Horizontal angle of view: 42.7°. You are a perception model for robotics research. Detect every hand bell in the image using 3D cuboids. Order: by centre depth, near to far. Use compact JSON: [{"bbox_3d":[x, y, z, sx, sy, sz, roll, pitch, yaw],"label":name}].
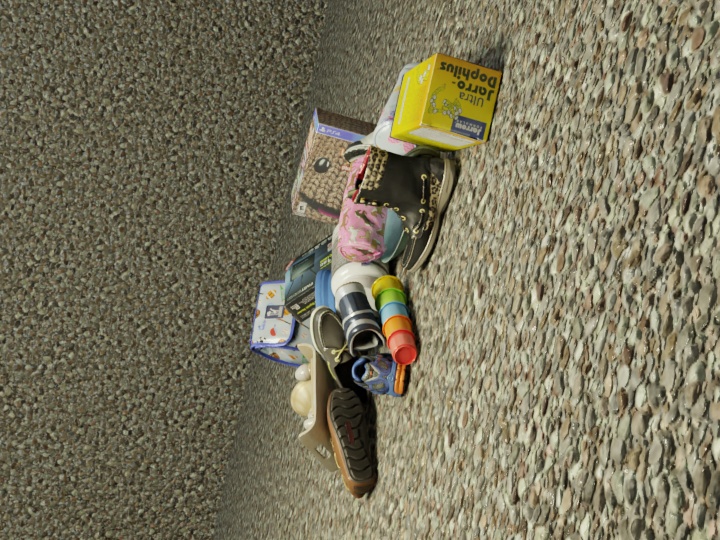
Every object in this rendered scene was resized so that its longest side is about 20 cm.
[{"bbox_3d":[-0.068,0.309,1.873,0.200,0.103,0.105,-126,49,-58],"label":"hand bell"}]

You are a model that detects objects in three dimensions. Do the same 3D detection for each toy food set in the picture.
[{"bbox_3d":[-0.078,0.251,1.694,0.144,0.060,0.202,56,-157,-45],"label":"toy food set"}]

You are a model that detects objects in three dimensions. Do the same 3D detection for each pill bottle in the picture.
[{"bbox_3d":[0.000,0.000,1.750,0.202,0.112,0.115,-90,18,-48],"label":"pill bottle"}]

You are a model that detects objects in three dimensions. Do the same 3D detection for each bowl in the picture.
[{"bbox_3d":[-0.044,0.096,1.822,0.201,0.039,0.204,-11,-90,-80],"label":"bowl"}]

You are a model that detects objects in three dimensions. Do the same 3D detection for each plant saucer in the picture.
[{"bbox_3d":[0.081,-0.109,1.668,0.201,0.038,0.204,-168,90,-77],"label":"plant saucer"}]

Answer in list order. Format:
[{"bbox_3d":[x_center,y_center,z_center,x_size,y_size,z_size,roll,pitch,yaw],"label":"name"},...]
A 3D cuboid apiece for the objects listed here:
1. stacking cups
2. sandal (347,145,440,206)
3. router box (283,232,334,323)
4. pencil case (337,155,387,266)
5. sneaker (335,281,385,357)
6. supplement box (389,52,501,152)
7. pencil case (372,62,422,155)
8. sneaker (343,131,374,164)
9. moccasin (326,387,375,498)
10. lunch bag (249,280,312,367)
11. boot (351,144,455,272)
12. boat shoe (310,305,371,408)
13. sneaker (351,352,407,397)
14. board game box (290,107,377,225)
[{"bbox_3d":[0.060,0.088,1.539,0.201,0.060,0.061,-103,29,-56],"label":"stacking cups"},{"bbox_3d":[0.059,-0.164,1.565,0.200,0.079,0.058,-30,53,39],"label":"sandal"},{"bbox_3d":[-0.072,0.001,1.974,0.199,0.062,0.151,-34,32,19],"label":"router box"},{"bbox_3d":[0.012,-0.114,1.684,0.082,0.086,0.203,-17,55,40],"label":"pencil case"},{"bbox_3d":[0.010,0.113,1.602,0.201,0.069,0.110,64,-175,-57],"label":"sneaker"},{"bbox_3d":[0.128,-0.256,1.438,0.200,0.107,0.111,-166,89,-78],"label":"supplement box"},{"bbox_3d":[0.085,-0.279,1.620,0.201,0.082,0.091,-67,-28,-42],"label":"pencil case"},{"bbox_3d":[0.054,-0.242,1.741,0.198,0.074,0.081,-11,49,38],"label":"sneaker"},{"bbox_3d":[-0.017,0.297,1.606,0.078,0.073,0.203,105,151,-48],"label":"moccasin"},{"bbox_3d":[-0.145,0.122,2.088,0.124,0.197,0.172,123,158,-58],"label":"lunch bag"},{"bbox_3d":[0.059,-0.103,1.495,0.073,0.148,0.202,-99,25,-60],"label":"boot"},{"bbox_3d":[-0.031,0.158,1.682,0.060,0.071,0.203,17,132,62],"label":"boat shoe"},{"bbox_3d":[0.021,0.170,1.564,0.200,0.077,0.077,154,129,-74],"label":"sneaker"},{"bbox_3d":[-0.041,-0.204,1.872,0.097,0.157,0.202,-102,27,-61],"label":"board game box"}]
